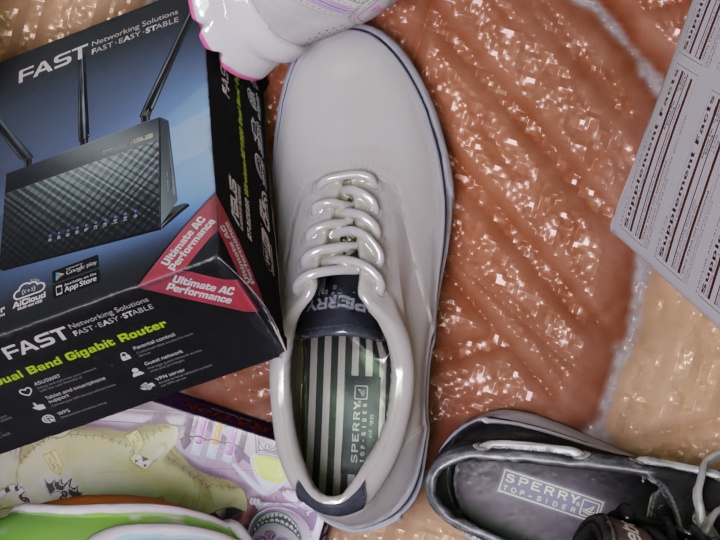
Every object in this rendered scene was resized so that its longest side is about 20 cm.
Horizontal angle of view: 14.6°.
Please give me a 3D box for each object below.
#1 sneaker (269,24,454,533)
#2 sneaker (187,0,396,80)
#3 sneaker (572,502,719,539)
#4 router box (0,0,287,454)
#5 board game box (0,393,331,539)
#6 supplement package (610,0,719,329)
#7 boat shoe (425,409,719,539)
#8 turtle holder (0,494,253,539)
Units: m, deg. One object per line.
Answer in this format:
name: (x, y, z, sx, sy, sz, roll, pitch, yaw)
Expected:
sneaker: (0.000, 0.000, 1.083, 0.073, 0.071, 0.200, -5, 84, 7)
sneaker: (-0.025, -0.178, 1.071, 0.088, 0.081, 0.200, -10, 94, 20)
sneaker: (0.126, 0.126, 1.011, 0.200, 0.071, 0.098, -16, 112, -4)
router box: (-0.131, -0.010, 1.082, 0.200, 0.150, 0.062, -20, 135, 13)
board game box: (-0.114, 0.101, 1.150, 0.200, 0.032, 0.120, 16, 103, 10)
supplement package: (0.214, -0.031, 0.951, 0.191, 0.200, 0.147, 17, 100, -12)
boat shoe: (0.122, 0.102, 1.078, 0.199, 0.068, 0.074, 21, 100, 9)
turtle holder: (-0.085, 0.168, 1.059, 0.132, 0.141, 0.186, -20, 49, -19)
